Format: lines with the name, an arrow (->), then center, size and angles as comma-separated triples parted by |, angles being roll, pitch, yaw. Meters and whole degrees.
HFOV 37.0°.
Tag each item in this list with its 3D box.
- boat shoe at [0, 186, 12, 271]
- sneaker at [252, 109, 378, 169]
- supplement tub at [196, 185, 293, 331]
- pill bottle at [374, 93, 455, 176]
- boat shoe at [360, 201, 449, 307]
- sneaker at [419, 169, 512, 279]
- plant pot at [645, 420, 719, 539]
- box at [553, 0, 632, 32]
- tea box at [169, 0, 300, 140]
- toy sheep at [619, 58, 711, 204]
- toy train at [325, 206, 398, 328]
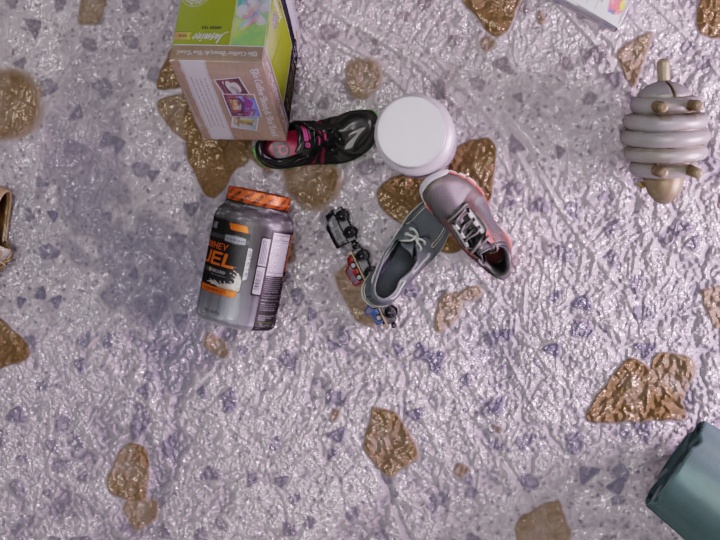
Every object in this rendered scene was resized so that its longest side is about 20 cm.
boat shoe -> -0.576, -0.035, 1.669 | 0.068, 0.074, 0.202 | 3, 93, 12
sneaker -> -0.064, -0.189, 1.594 | 0.198, 0.084, 0.078 | -15, 92, 8
supplement tub -> -0.168, -0.018, 1.597 | 0.121, 0.123, 0.202 | 11, 94, 6
pill bottle -> 0.079, -0.189, 1.518 | 0.112, 0.200, 0.115 | 0, 93, 7
boat shoe -> 0.076, -0.029, 1.581 | 0.073, 0.062, 0.201 | 39, 82, -3
sneaker -> 0.162, -0.062, 1.533 | 0.077, 0.082, 0.200 | -39, 121, 16
plant pot -> 0.521, 0.327, 1.506 | 0.195, 0.200, 0.201 | 36, 96, 11
box -> 0.318, -0.463, 1.556 | 0.199, 0.041, 0.157 | 28, 96, 6
tea box -> -0.169, -0.316, 1.512 | 0.132, 0.200, 0.199 | 2, 66, 7
toy sheep -> 0.429, -0.194, 1.510 | 0.136, 0.138, 0.202 | 3, 101, 7
toy train -> 0.000, 0.000, 1.622 | 0.045, 0.034, 0.201 | -27, 89, 11
